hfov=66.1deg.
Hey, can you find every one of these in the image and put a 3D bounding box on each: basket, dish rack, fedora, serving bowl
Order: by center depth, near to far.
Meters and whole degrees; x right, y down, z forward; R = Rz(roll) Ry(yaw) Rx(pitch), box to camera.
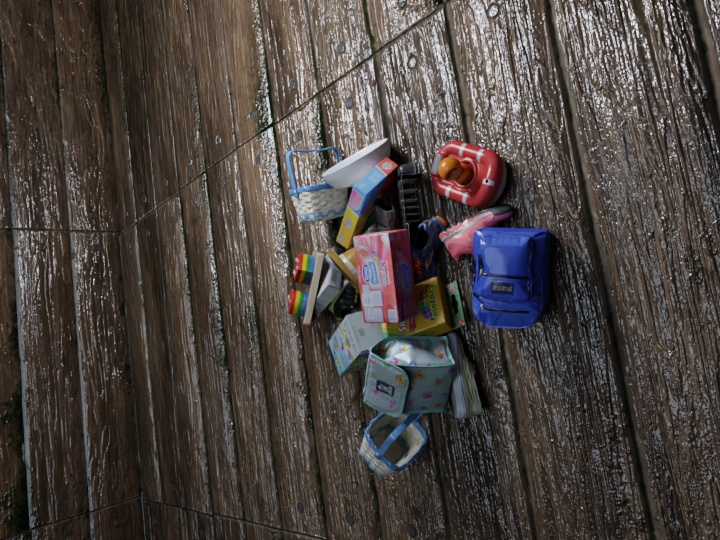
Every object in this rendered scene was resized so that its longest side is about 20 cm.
[{"bbox_3d":[0.117,-0.159,1.356,0.153,0.053,0.204,-78,-16,-86],"label":"dish rack"},{"bbox_3d":[0.095,0.406,1.371,0.139,0.175,0.202,41,134,21],"label":"basket"},{"bbox_3d":[0.000,0.000,1.416,0.082,0.201,0.201,-41,54,-4],"label":"fedora"},{"bbox_3d":[-0.002,-0.270,1.458,0.198,0.200,0.067,-13,113,46],"label":"serving bowl"},{"bbox_3d":[-0.122,-0.243,1.568,0.138,0.174,0.204,9,107,53],"label":"basket"}]

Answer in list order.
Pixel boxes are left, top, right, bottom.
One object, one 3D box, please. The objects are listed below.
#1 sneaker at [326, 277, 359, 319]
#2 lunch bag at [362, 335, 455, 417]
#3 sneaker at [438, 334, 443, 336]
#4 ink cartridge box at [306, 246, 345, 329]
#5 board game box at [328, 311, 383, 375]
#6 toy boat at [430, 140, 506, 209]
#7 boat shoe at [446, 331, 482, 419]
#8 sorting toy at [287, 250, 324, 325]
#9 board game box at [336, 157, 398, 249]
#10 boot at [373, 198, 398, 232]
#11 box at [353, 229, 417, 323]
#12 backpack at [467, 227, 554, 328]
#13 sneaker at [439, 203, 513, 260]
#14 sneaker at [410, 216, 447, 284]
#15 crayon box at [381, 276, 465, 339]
[{"bbox_3d":[-0.021,0.065,1.572,0.083,0.072,0.200,46,127,7],"label":"sneaker"},{"bbox_3d":[0.106,0.245,1.284,0.123,0.196,0.173,-103,15,-52],"label":"lunch bag"},{"bbox_3d":[0.131,0.153,1.405,0.198,0.067,0.092,17,119,40],"label":"sneaker"},{"bbox_3d":[-0.117,0.050,1.614,0.200,0.057,0.164,-44,27,35],"label":"ink cartridge box"},{"bbox_3d":[-0.001,0.190,1.463,0.106,0.101,0.200,69,155,19],"label":"board game box"},{"bbox_3d":[0.224,-0.218,1.236,0.199,0.129,0.133,30,109,42],"label":"toy boat"},{"bbox_3d":[0.238,0.242,1.290,0.072,0.061,0.204,93,173,-68],"label":"boat shoe"},{"bbox_3d":[-0.167,0.041,1.617,0.199,0.068,0.204,-158,80,-80],"label":"sorting toy"},{"bbox_3d":[0.015,-0.169,1.407,0.040,0.153,0.201,35,141,11],"label":"board game box"},{"bbox_3d":[0.061,-0.096,1.396,0.200,0.068,0.177,-142,40,-67],"label":"boot"},{"bbox_3d":[0.058,0.013,1.272,0.101,0.094,0.204,-4,97,35],"label":"box"},{"bbox_3d":[0.297,0.019,1.129,0.160,0.167,0.204,5,99,29],"label":"backpack"},{"bbox_3d":[0.272,-0.084,1.251,0.199,0.073,0.088,-28,85,47],"label":"sneaker"},{"bbox_3d":[0.148,-0.036,1.363,0.075,0.078,0.204,26,109,44],"label":"sneaker"},{"bbox_3d":[0.143,0.099,1.322,0.198,0.051,0.129,-24,52,23],"label":"crayon box"}]
